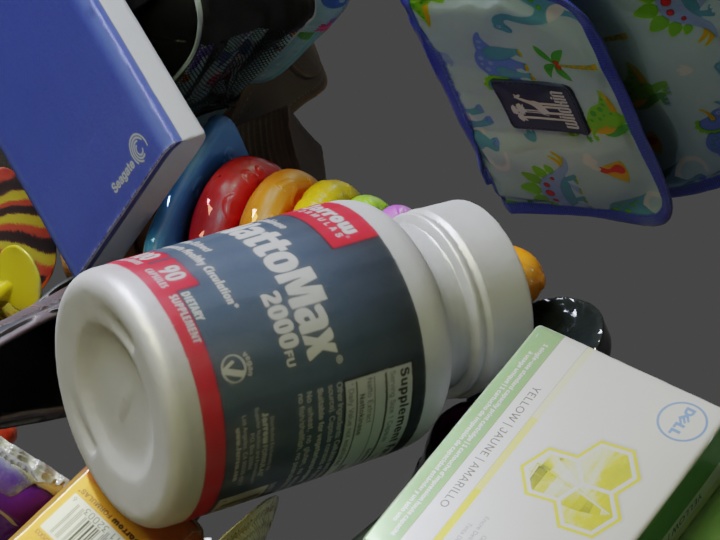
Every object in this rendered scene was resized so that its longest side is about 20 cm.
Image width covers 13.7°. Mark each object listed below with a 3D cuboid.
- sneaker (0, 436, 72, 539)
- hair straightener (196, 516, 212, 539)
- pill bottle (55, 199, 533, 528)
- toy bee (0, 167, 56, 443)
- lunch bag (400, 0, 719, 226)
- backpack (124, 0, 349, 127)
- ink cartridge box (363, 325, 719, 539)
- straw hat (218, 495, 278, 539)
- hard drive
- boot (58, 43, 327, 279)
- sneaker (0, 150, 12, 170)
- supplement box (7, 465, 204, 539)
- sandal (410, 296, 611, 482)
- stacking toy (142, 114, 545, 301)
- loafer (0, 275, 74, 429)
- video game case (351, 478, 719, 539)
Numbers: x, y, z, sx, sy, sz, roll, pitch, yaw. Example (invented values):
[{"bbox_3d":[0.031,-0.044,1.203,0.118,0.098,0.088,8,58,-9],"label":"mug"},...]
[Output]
[{"bbox_3d":[-0.195,0.136,1.448,0.100,0.069,0.200,-59,6,-19],"label":"sneaker"},{"bbox_3d":[-0.093,0.125,1.479,0.077,0.041,0.200,17,54,41],"label":"hair straightener"},{"bbox_3d":[-0.027,0.033,1.366,0.199,0.120,0.119,-17,32,-29],"label":"pill bottle"},{"bbox_3d":[-0.217,0.044,1.595,0.200,0.109,0.131,-48,8,-20],"label":"toy bee"},{"bbox_3d":[0.133,-0.120,1.485,0.199,0.170,0.128,-17,41,14],"label":"lunch bag"},{"bbox_3d":[-0.112,-0.154,1.557,0.200,0.150,0.178,-43,66,44],"label":"backpack"},{"bbox_3d":[0.122,0.121,1.283,0.199,0.048,0.146,24,54,27],"label":"ink cartridge box"},{"bbox_3d":[-0.078,0.199,1.341,0.085,0.201,0.201,44,74,7],"label":"straw hat"},{"bbox_3d":[-0.158,-0.111,1.498,0.025,0.132,0.201,-19,70,-37],"label":"hard drive"},{"bbox_3d":[-0.101,-0.084,1.667,0.154,0.074,0.201,-22,38,17],"label":"boot"},{"bbox_3d":[-0.184,-0.122,1.743,0.200,0.074,0.116,-38,41,2],"label":"sneaker"},{"bbox_3d":[-0.161,0.175,1.367,0.200,0.067,0.069,-42,73,-18],"label":"supplement box"},{"bbox_3d":[0.058,0.084,1.413,0.075,0.048,0.201,-1,47,30],"label":"sandal"},{"bbox_3d":[0.000,0.000,1.499,0.199,0.116,0.110,6,51,26],"label":"stacking toy"},{"bbox_3d":[-0.160,0.050,1.527,0.199,0.072,0.063,-18,17,-23],"label":"loafer"},{"bbox_3d":[0.078,0.135,1.317,0.200,0.019,0.143,-38,56,-26],"label":"video game case"}]
